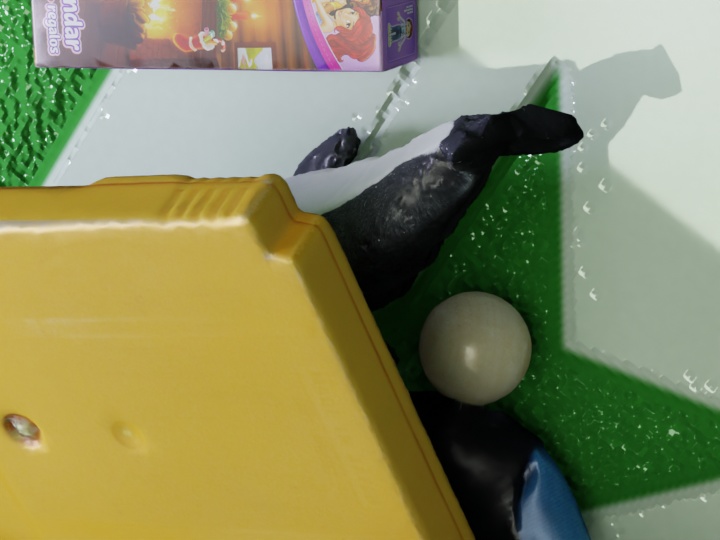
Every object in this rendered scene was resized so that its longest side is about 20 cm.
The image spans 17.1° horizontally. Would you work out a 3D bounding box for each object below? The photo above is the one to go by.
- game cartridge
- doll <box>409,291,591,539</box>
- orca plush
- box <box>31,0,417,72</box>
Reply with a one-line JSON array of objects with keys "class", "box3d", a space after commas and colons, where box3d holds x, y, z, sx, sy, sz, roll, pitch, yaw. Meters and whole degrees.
[{"class": "game cartridge", "box3d": [-0.070, 0.045, 0.802, 0.199, 0.032, 0.177, -1, 128, 33]}, {"class": "doll", "box3d": [0.015, 0.102, 0.857, 0.136, 0.048, 0.201, 20, 108, 11]}, {"class": "orca plush", "box3d": [0.000, 0.000, 0.821, 0.200, 0.105, 0.071, -29, 108, 34]}, {"class": "box", "box3d": [-0.052, -0.170, 0.833, 0.136, 0.039, 0.201, 2, 102, 21]}]
